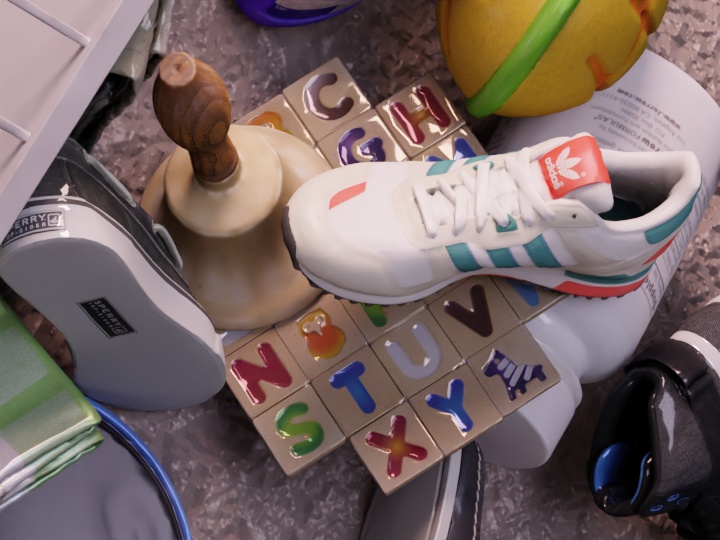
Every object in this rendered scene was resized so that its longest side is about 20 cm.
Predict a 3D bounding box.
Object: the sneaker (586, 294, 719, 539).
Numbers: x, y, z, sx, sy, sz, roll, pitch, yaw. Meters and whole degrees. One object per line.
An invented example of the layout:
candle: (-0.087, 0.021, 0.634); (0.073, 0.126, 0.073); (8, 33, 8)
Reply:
sneaker: (0.163, 0.117, 1.415); (0.112, 0.073, 0.201); (-27, 120, -32)

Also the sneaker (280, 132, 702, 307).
sneaker: (0.064, -0.034, 1.274); (0.199, 0.093, 0.071); (2, 60, -26)

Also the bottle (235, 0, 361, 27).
bottle: (0.006, -0.176, 1.337); (0.083, 0.200, 0.066); (-18, 85, -30)

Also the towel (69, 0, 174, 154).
towel: (-0.096, -0.137, 1.280); (0.034, 0.193, 0.201); (25, 69, -14)

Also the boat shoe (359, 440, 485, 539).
boat shoe: (0.033, 0.172, 1.358); (0.060, 0.074, 0.201); (17, 75, -25)

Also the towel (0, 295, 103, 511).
towel: (-0.230, 0.067, 1.222); (0.200, 0.031, 0.149); (-33, 75, -24)

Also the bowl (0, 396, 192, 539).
bowl: (-0.164, 0.144, 1.274); (0.200, 0.039, 0.201); (6, 78, -28)

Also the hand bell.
hand bell: (-0.068, -0.053, 1.259); (0.104, 0.200, 0.105); (-2, 71, 6)

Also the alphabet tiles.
alphabet tiles: (0.000, 0.000, 1.343); (0.166, 0.006, 0.200); (-32, 71, -5)

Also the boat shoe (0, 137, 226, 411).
boat shoe: (-0.109, 0.003, 1.267); (0.070, 0.200, 0.064); (-10, 62, 9)

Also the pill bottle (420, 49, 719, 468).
pill bottle: (0.097, -0.007, 1.404); (0.114, 0.114, 0.200); (38, 65, -17)

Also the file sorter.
file sorter: (-0.170, -0.134, 1.180); (0.124, 0.139, 0.200); (32, 93, -31)

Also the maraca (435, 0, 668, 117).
maraca: (0.102, -0.154, 1.365); (0.107, 0.137, 0.200); (35, 50, -9)
